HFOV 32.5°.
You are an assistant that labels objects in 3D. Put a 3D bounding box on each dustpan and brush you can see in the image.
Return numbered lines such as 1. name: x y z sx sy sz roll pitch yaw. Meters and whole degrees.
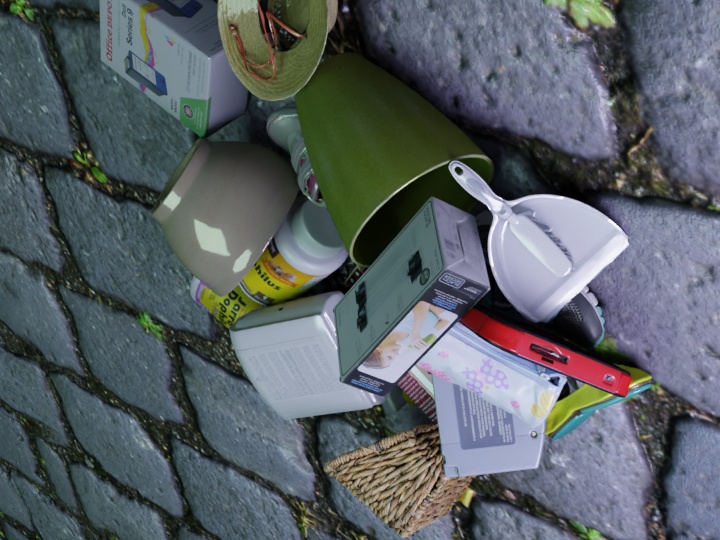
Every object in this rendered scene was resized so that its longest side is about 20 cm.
1. dustpan and brush: 0.168 -0.047 1.295 0.200 0.057 0.140 44 106 -3

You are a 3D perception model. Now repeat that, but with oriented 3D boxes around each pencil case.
1. pencil case: 0.138 0.103 1.414 0.200 0.083 0.091 27 171 8

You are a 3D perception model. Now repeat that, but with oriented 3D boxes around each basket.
1. basket: 0.069 0.242 1.633 0.149 0.200 0.143 38 102 19

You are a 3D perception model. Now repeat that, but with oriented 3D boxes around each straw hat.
1. straw hat: -0.072 -0.294 1.381 0.201 0.085 0.202 19 116 44

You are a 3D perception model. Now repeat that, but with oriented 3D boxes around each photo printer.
1. photo printer: -0.075 0.118 1.655 0.200 0.069 0.167 -14 114 40

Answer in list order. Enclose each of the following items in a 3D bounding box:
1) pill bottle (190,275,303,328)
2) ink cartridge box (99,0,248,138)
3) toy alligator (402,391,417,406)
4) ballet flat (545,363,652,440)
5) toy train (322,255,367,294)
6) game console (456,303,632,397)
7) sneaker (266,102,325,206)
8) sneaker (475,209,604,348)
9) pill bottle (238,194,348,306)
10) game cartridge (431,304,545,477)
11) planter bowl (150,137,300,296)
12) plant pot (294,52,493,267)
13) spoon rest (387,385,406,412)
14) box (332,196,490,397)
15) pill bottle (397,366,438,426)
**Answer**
1. pill bottle: -0.143 0.055 1.778 0.200 0.104 0.104 37 144 18
2. ink cartridge box: -0.238 -0.288 1.581 0.200 0.087 0.146 39 145 18
3. toy alligator: 0.063 0.112 1.639 0.200 0.059 0.054 54 145 -6
4. ballet flat: 0.262 0.141 1.445 0.067 0.067 0.200 65 150 14
5. toy train: 0.000 0.000 1.623 0.046 0.034 0.200 56 147 12
6. game console: 0.184 0.078 1.348 0.200 0.031 0.177 23 -178 -26
7. sneaker: -0.045 -0.132 1.506 0.200 0.088 0.081 34 143 22
8. sneaker: 0.184 0.026 1.394 0.200 0.091 0.078 42 145 11
9. pill bottle: -0.084 -0.030 1.628 0.109 0.109 0.200 51 146 -2
10. game cartridge: 0.153 0.142 1.476 0.042 0.133 0.201 -2 -95 -87
11. planter bowl: -0.181 -0.085 1.573 0.135 0.201 0.200 33 149 -15
12. plant pot: 0.017 -0.139 1.378 0.200 0.187 0.187 56 149 21
13. spoon rest: 0.014 0.154 1.750 0.200 0.061 0.100 11 130 60
14. box: 0.050 0.031 1.341 0.060 0.117 0.200 22 127 -26
15. pill bottle: 0.108 0.129 1.556 0.200 0.113 0.113 47 145 5
